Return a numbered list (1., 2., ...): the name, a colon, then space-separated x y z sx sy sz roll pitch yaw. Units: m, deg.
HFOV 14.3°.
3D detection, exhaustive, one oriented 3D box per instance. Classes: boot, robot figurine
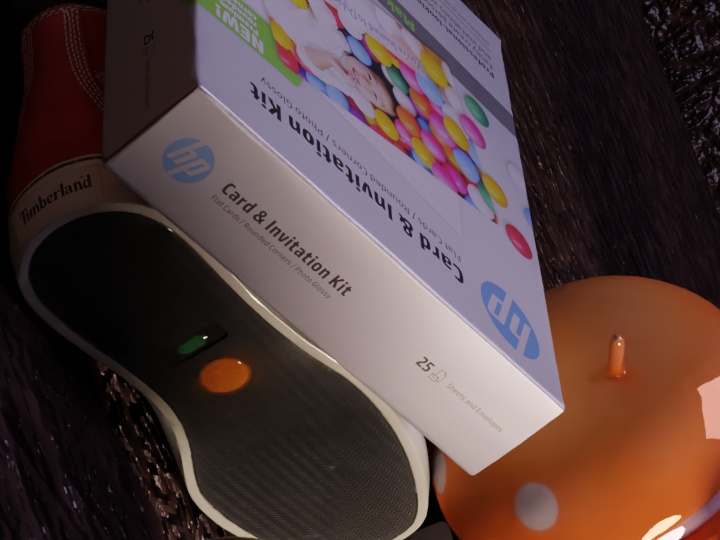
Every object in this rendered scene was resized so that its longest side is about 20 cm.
1. boot: -0.044 -0.008 0.893 0.200 0.072 0.145 52 18 -42
2. robot figurine: 0.093 0.084 0.936 0.144 0.116 0.200 -90 155 -53

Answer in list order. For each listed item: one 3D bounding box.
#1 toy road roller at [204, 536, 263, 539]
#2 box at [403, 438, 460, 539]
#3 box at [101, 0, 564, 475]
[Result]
1. toy road roller: 0.030 0.156 0.732 0.123 0.146 0.201 40 30 -67
2. box: 0.040 0.158 0.980 0.117 0.060 0.200 51 21 -54
3. box: -0.011 -0.054 0.870 0.156 0.041 0.200 41 26 -28
